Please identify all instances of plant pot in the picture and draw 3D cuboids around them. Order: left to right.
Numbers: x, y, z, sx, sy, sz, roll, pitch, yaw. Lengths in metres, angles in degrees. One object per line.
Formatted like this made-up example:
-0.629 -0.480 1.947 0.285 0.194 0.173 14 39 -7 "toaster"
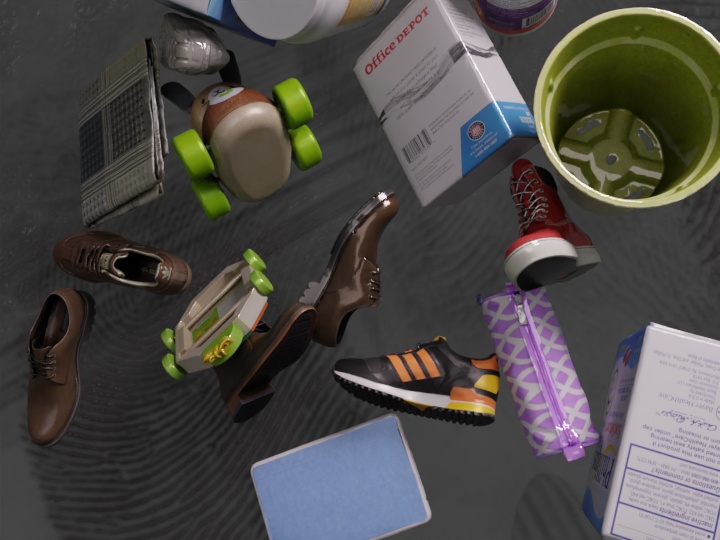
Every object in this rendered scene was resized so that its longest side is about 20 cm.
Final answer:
0.283 -0.145 0.826 0.195 0.184 0.205 -2 80 9 "plant pot"

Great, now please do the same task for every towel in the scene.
-0.306 -0.171 0.978 0.198 0.034 0.197 -18 74 43 "towel"

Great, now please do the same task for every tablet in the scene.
-0.026 0.264 0.905 0.196 0.014 0.133 -21 78 8 "tablet"

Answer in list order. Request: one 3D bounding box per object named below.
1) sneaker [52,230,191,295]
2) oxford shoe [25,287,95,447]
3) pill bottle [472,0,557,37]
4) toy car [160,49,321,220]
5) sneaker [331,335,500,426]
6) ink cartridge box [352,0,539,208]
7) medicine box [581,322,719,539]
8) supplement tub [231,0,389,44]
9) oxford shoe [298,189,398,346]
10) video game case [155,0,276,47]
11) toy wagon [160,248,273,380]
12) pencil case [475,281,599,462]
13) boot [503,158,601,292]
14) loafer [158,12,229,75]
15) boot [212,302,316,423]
-0.316 -0.017 0.974 0.195 0.076 0.072 9 82 12 "sneaker"
-0.397 0.122 0.964 0.071 0.084 0.205 4 83 9 "oxford shoe"
0.179 -0.364 0.873 0.109 0.200 0.114 -2 80 10 "pill bottle"
-0.168 -0.197 0.948 0.162 0.159 0.202 -29 62 -11 "toy car"
0.067 0.118 0.891 0.196 0.070 0.092 12 68 12 "sneaker"
0.099 -0.199 0.891 0.144 0.083 0.203 -36 73 39 "ink cartridge box"
0.303 0.173 0.771 0.101 0.182 0.204 15 83 13 "medicine box"
-0.054 -0.351 0.898 0.142 0.200 0.148 11 117 23 "supplement tub"
0.000 0.000 0.911 0.084 0.073 0.203 31 99 12 "oxford shoe"
-0.213 -0.344 0.945 0.178 0.200 0.046 23 102 13 "video game case"
-0.165 0.061 0.883 0.155 0.200 0.040 -43 116 4 "toy wagon"
0.201 0.108 0.851 0.082 0.086 0.204 -18 79 -6 "pencil case"
0.185 -0.058 0.830 0.072 0.199 0.147 -32 75 29 "boot"
-0.216 -0.284 0.968 0.068 0.200 0.071 2 115 -25 "loafer"
-0.126 0.084 0.891 0.097 0.074 0.201 51 126 23 "boot"
